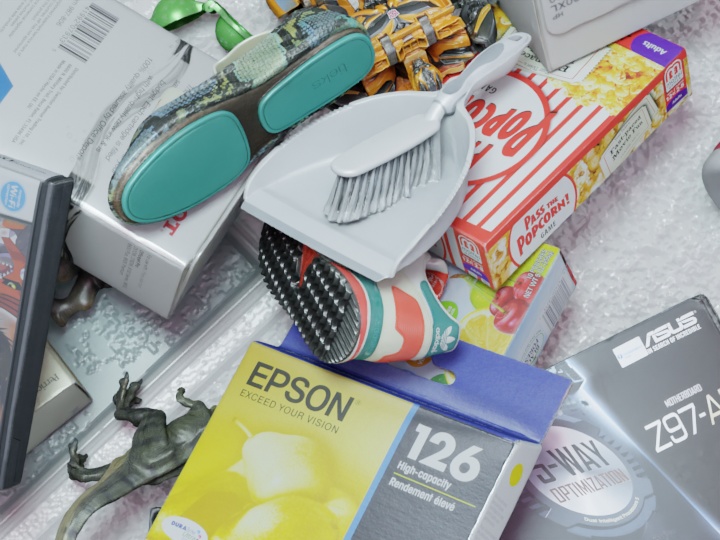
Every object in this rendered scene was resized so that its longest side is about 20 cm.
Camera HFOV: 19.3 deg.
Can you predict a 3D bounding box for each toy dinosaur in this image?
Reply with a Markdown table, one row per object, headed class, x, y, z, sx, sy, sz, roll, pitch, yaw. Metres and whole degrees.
| class | x | y | z | sx | sy | sz | roll | pitch | yaw |
| --- | --- | --- | --- | --- | --- | --- | --- | --- | --- |
| toy dinosaur | -0.144 | 0.117 | 1.368 | 0.200 | 0.047 | 0.088 | -37 | 42 | -25 |

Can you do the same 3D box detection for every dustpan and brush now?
| class | x | y | z | sx | sy | sz | roll | pitch | yaw |
| --- | --- | --- | --- | --- | --- | --- | --- | --- | --- |
| dustpan and brush | 0.037 | -0.084 | 1.311 | 0.200 | 0.057 | 0.140 | -33 | 43 | -31 |

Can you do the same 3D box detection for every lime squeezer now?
| class | x | y | z | sx | sy | sz | roll | pitch | yaw |
| --- | --- | --- | --- | --- | --- | --- | --- | --- | --- |
| lime squeezer | -0.104 | -0.152 | 1.453 | 0.200 | 0.038 | 0.071 | 6 | 76 | 3 |

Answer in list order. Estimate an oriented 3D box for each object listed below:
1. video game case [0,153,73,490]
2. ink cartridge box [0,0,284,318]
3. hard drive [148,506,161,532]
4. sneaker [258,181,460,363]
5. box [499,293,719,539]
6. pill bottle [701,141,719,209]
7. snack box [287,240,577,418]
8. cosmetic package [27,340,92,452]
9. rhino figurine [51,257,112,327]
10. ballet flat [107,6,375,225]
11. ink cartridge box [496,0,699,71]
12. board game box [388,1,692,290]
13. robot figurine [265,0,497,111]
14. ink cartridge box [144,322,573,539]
| class | x | y | z | sx | sy | sz | roll | pitch | yaw |
| --- | --- | --- | --- | --- | --- | --- | --- | --- | --- |
| video game case | -0.272 | 0.013 | 1.311 | 0.181 | 0.025 | 0.200 | 19 | 107 | 23 |
| ink cartridge box | -0.165 | -0.085 | 1.361 | 0.200 | 0.084 | 0.145 | 31 | 61 | 2 |
| hard drive | -0.040 | 0.225 | 1.356 | 0.200 | 0.038 | 0.140 | 2 | 76 | 2 |
| sneaker | 0.000 | 0.000 | 1.338 | 0.093 | 0.200 | 0.070 | 7 | 115 | -23 |
| box | 0.170 | 0.129 | 1.370 | 0.200 | 0.044 | 0.160 | -25 | 77 | -4 |
| pill bottle | 0.326 | -0.107 | 1.385 | 0.120 | 0.120 | 0.200 | 37 | 80 | 10 |
| snack box | 0.030 | 0.059 | 1.357 | 0.142 | 0.053 | 0.200 | 19 | 70 | 30 |
| cosmetic package | -0.278 | 0.035 | 1.394 | 0.105 | 0.071 | 0.200 | -40 | 78 | -7 |
| rhino figurine | -0.215 | -0.068 | 1.425 | 0.087 | 0.060 | 0.200 | -31 | 76 | -3 |
| ballet flat | -0.083 | -0.098 | 1.308 | 0.200 | 0.074 | 0.074 | -33 | 77 | -20 |
| ink cartridge box | 0.133 | -0.263 | 1.380 | 0.147 | 0.145 | 0.200 | -27 | 49 | -6 |
| board game box | 0.094 | -0.096 | 1.379 | 0.151 | 0.046 | 0.200 | 30 | 64 | 34 |
| robot figurine | 0.003 | -0.184 | 1.411 | 0.145 | 0.058 | 0.200 | -29 | 47 | -5 |
| ink cartridge box | -0.002 | 0.117 | 1.281 | 0.198 | 0.047 | 0.200 | 19 | 75 | 29 |
